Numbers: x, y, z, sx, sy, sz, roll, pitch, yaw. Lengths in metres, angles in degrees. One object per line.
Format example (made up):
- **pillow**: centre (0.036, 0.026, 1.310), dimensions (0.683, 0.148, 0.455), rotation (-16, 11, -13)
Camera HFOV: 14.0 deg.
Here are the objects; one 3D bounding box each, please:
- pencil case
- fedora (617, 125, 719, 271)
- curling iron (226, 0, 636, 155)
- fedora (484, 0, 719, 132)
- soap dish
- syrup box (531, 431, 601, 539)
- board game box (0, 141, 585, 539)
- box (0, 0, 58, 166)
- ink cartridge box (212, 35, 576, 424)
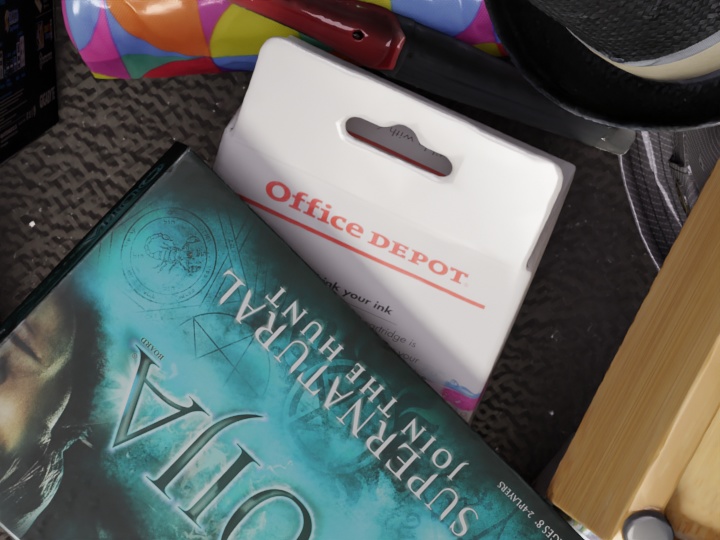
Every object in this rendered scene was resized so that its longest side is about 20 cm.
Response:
- **pencil case**: centre (-0.014, -0.115, 1.052), dimensions (0.199, 0.088, 0.089), rotation (0, 100, 8)
- **fedora**: centre (0.175, -0.049, 1.028), dimensions (0.176, 0.090, 0.201), rotation (-5, 99, 10)
- **curling iron**: centre (0.008, -0.086, 1.001), dimensions (0.200, 0.026, 0.050), rotation (28, 131, -15)
- **fedora**: centre (0.088, -0.147, 0.918), dimensions (0.200, 0.091, 0.201), rotation (-7, 78, 37)
- **soap dish**: centre (0.173, 0.032, 0.966), dimensions (0.157, 0.081, 0.200), rotation (24, 112, -5)
- **syrup box**: centre (0.130, 0.158, 1.077), dimensions (0.200, 0.081, 0.079), rotation (38, 105, 1)
- **board game box**: centre (-0.037, 0.074, 0.990), dimensions (0.200, 0.028, 0.135), rotation (44, 86, -14)
- **box**: centre (-0.145, -0.116, 1.012), dimensions (0.046, 0.200, 0.160), rotation (-2, 100, 4)
- **ink cartridge box**: centre (0.000, 0.000, 1.036), dimensions (0.116, 0.068, 0.200), rotation (25, 130, 3)
